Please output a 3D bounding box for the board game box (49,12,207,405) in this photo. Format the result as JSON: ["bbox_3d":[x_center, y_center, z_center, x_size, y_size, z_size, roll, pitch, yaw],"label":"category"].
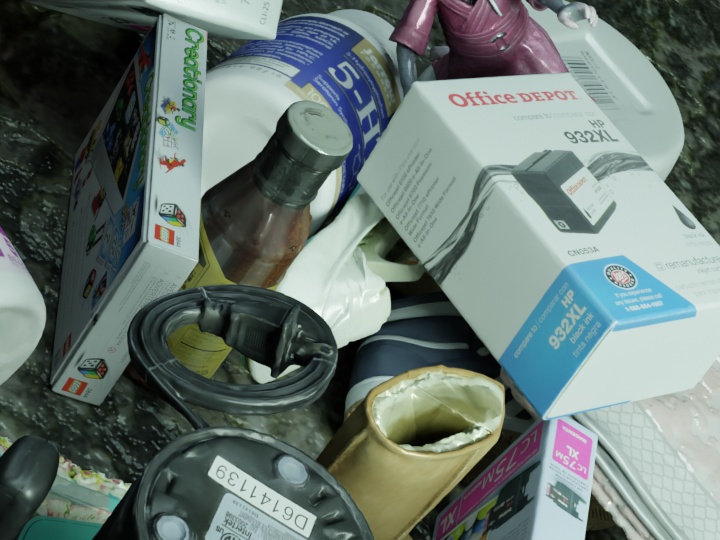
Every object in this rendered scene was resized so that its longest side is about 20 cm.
[{"bbox_3d":[-0.131,-0.038,1.143,0.034,0.126,0.201,21,40,-21],"label":"board game box"}]

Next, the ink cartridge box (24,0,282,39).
[{"bbox_3d":[-0.167,-0.185,1.240,0.173,0.044,0.200,11,1,-31],"label":"ink cartridge box"}]

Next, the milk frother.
[{"bbox_3d":[-0.085,0.131,0.936,0.180,0.188,0.200,43,40,6],"label":"milk frother"}]

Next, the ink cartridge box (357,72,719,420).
[{"bbox_3d":[0.116,-0.021,1.181,0.145,0.084,0.200,-8,51,-43],"label":"ink cartridge box"}]

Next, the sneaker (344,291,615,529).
[{"bbox_3d":[0.085,0.082,1.237,0.199,0.070,0.109,22,41,-17],"label":"sneaker"}]

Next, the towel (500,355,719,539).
[{"bbox_3d":[0.197,0.100,1.217,0.200,0.032,0.191,51,38,11],"label":"towel"}]

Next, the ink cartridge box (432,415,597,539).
[{"bbox_3d":[0.073,0.179,1.092,0.042,0.119,0.200,31,37,-14],"label":"ink cartridge box"}]

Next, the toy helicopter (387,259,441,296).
[{"bbox_3d":[0.111,0.039,1.304,0.199,0.079,0.132,21,11,4],"label":"toy helicopter"}]

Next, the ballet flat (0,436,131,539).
[{"bbox_3d":[-0.179,0.116,1.000,0.199,0.076,0.064,27,6,-23],"label":"ballet flat"}]

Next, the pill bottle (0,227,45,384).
[{"bbox_3d":[-0.255,-0.028,1.037,0.112,0.112,0.200,-12,59,-47],"label":"pill bottle"}]

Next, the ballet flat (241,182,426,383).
[{"bbox_3d":[0.000,0.000,1.198,0.069,0.069,0.200,38,44,0],"label":"ballet flat"}]

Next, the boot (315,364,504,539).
[{"bbox_3d":[0.017,0.124,1.033,0.175,0.200,0.066,-17,63,-49],"label":"boot"}]

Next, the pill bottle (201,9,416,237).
[{"bbox_3d":[-0.038,-0.098,1.293,0.120,0.120,0.200,40,32,2],"label":"pill bottle"}]

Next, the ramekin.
[{"bbox_3d":[0.144,-0.113,1.489,0.200,0.098,0.201,23,39,-20],"label":"ramekin"}]

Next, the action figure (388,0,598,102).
[{"bbox_3d":[0.087,-0.164,1.299,0.200,0.133,0.149,64,15,-47],"label":"action figure"}]

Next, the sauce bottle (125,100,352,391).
[{"bbox_3d":[-0.069,-0.013,1.106,0.066,0.200,0.066,23,37,-19],"label":"sauce bottle"}]
